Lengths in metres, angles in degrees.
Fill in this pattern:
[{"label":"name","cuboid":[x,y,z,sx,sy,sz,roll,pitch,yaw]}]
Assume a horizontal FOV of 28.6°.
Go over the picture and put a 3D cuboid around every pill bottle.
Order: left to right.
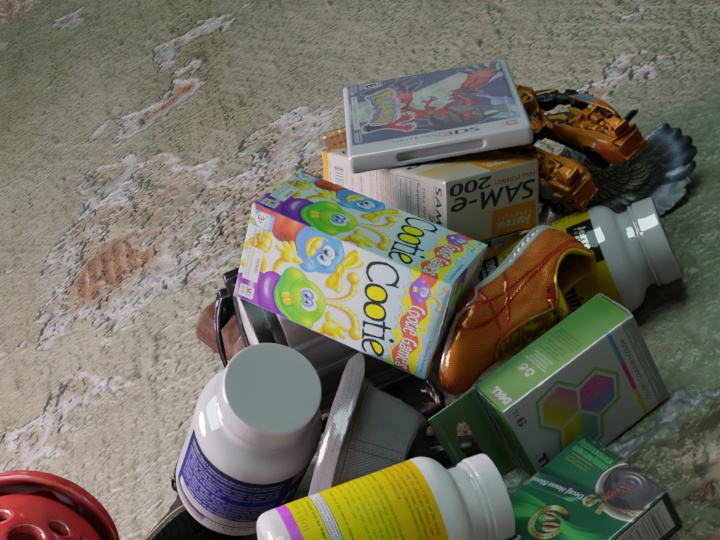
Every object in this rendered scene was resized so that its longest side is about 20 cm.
[{"label":"pill bottle","cuboid":[-0.100,0.154,1.304,0.119,0.200,0.120,7,57,-12]},{"label":"pill bottle","cuboid":[0.022,0.217,1.155,0.199,0.105,0.104,-18,29,-13]},{"label":"pill bottle","cuboid":[0.211,0.004,1.402,0.199,0.113,0.113,-23,32,13]}]

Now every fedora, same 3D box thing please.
[{"label":"fedora","cuboid":[0.007,0.170,1.280,0.090,0.200,0.178,16,70,1]}]

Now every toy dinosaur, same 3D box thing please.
[{"label":"toy dinosaur","cuboid":[0.054,0.162,1.373,0.199,0.047,0.089,-20,49,19]}]

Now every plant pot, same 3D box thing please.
[{"label":"plant pot","cuboid":[-0.325,0.308,1.351,0.199,0.201,0.183,-21,24,15]}]

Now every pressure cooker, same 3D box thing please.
[{"label":"pressure cooker","cuboid":[-0.050,0.058,1.461,0.199,0.179,0.176,-23,61,-6]}]

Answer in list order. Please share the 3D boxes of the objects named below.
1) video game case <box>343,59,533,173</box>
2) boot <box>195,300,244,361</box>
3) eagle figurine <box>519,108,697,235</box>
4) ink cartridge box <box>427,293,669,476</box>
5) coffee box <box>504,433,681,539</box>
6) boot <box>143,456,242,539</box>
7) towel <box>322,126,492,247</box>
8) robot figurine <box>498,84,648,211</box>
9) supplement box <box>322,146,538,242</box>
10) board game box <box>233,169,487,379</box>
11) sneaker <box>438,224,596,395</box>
[{"label":"video game case","cuboid":[0.074,-0.162,1.450,0.181,0.023,0.200,-10,27,2]},{"label":"boot","cuboid":[-0.094,0.050,1.652,0.186,0.064,0.200,-34,26,-9]},{"label":"eagle figurine","cuboid":[0.248,-0.104,1.544,0.199,0.151,0.153,-9,69,-21]},{"label":"ink cartridge box","cuboid":[0.172,0.124,1.272,0.200,0.104,0.059,-35,30,-8]},{"label":"coffee box","cuboid":[0.156,0.234,1.184,0.200,0.044,0.123,-37,32,-11]},{"label":"boot","cuboid":[-0.177,0.244,1.439,0.200,0.078,0.138,-35,24,-32]},{"label":"towel","cuboid":[0.055,-0.081,1.580,0.146,0.201,0.022,-14,18,25]},{"label":"robot figurine","cuboid":[0.194,-0.135,1.452,0.145,0.058,0.200,-45,36,-9]},{"label":"supplement box","cuboid":[0.069,-0.084,1.430,0.126,0.074,0.200,-16,22,-35]},{"label":"board game box","cuboid":[0.000,0.000,1.310,0.199,0.104,0.105,23,29,14]},{"label":"sneaker","cuboid":[0.143,0.037,1.288,0.077,0.073,0.200,29,67,31]}]
